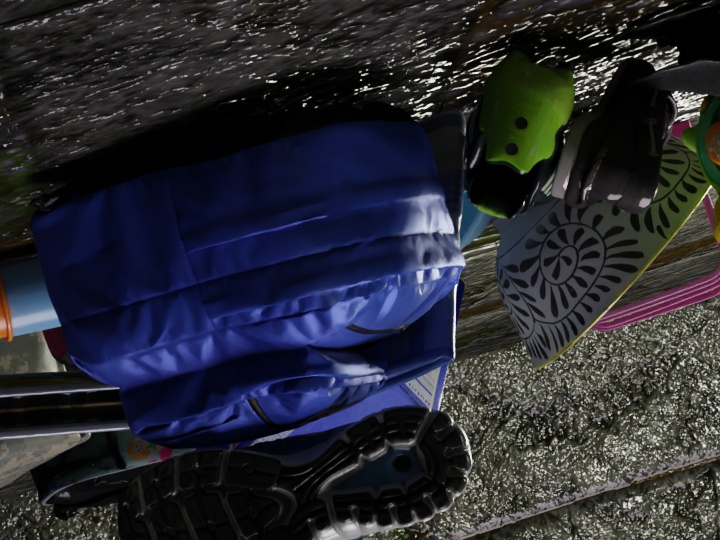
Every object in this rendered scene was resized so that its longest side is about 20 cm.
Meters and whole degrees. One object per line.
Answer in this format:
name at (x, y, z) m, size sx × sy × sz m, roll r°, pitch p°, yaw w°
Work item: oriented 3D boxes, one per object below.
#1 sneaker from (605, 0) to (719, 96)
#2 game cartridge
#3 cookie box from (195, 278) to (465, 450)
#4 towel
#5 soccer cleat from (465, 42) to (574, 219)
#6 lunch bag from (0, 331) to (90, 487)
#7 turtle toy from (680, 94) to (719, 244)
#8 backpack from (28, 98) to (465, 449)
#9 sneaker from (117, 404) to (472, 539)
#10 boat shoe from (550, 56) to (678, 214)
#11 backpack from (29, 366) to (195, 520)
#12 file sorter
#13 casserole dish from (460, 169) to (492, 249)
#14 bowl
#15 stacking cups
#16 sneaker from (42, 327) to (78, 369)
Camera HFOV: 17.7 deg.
sneaker at (0.251, -0.139, 1.336) m, size 0.200 × 0.060 × 0.104 m, roll -7°, pitch 168°, yaw -30°
game cartridge at (-0.232, 0.090, 1.544) m, size 0.200 × 0.041 × 0.133 m, roll -3°, pitch 178°, yaw -27°
cookie box at (-0.023, 0.077, 1.472) m, size 0.171 × 0.075 × 0.200 m, roll -42°, pitch -167°, yaw 23°
towel at (0.000, 0.000, 1.368) m, size 0.147 × 0.200 × 0.024 m, roll -23°, pitch 131°, yaw 26°
soccer cleat at (0.086, -0.063, 1.330) m, size 0.067 × 0.081 × 0.200 m, roll 20°, pitch 167°, yaw 7°
lunch bag at (-0.326, 0.122, 1.708) m, size 0.164 × 0.118 × 0.200 m, roll -12°, pitch 166°, yaw -44°
turtle toy at (0.291, -0.098, 1.416) m, size 0.200 × 0.146 × 0.101 m, roll -7°, pitch 138°, yaw 24°
backpack at (-0.044, 0.000, 1.254) m, size 0.200 × 0.168 × 0.163 m, roll -21°, pitch 179°, yaw 22°
sneaker at (-0.033, 0.126, 1.255) m, size 0.200 × 0.078 × 0.090 m, roll -13°, pitch 175°, yaw 7°
boat shoe at (0.158, -0.073, 1.344) m, size 0.057 × 0.067 × 0.200 m, roll 22°, pitch -157°, yaw 9°
backpack at (-0.157, 0.108, 1.866) m, size 0.200 × 0.151 × 0.178 m, roll -13°, pitch 178°, yaw 28°
file sorter at (0.217, -0.027, 1.828) m, size 0.139 × 0.126 × 0.200 m, roll -19°, pitch 173°, yaw 9°
casserole dish at (-0.002, -0.024, 1.571) m, size 0.200 × 0.039 × 0.121 m, roll -14°, pitch 155°, yaw -28°
bowl at (0.154, -0.036, 1.612) m, size 0.201 × 0.094 × 0.201 m, roll -49°, pitch -179°, yaw 1°
stacking cups at (-0.201, 0.018, 1.429) m, size 0.200 × 0.061 × 0.061 m, roll -16°, pitch 173°, yaw -15°
sneaker at (-0.133, 0.023, 1.605) m, size 0.200 × 0.081 × 0.088 m, roll -8°, pitch 174°, yaw -21°
